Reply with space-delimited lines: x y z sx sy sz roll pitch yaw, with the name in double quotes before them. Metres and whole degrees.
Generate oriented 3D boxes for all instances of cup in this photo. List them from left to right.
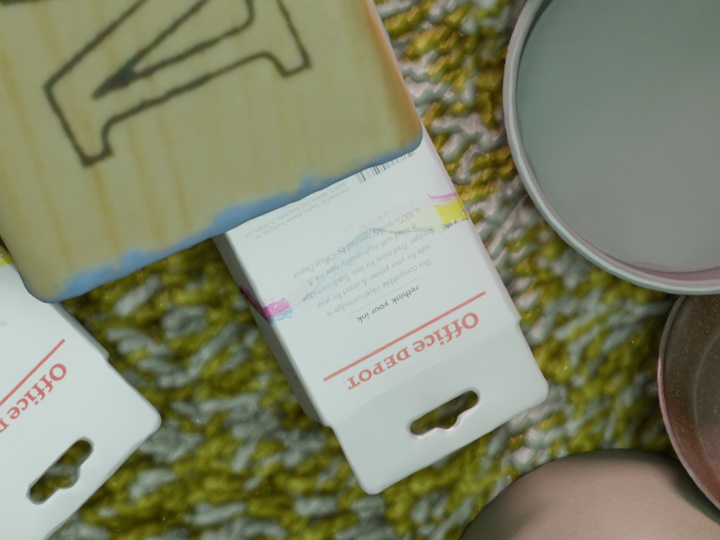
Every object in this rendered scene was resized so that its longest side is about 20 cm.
"cup" 0.148 0.197 1.431 0.200 0.143 0.200 -1 93 -11

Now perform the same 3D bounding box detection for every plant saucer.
"plant saucer" 0.249 0.071 1.463 0.200 0.037 0.200 3 60 -5

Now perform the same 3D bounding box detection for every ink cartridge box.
"ink cartridge box" -0.206 0.040 1.386 0.117 0.067 0.200 -45 100 -7
"ink cartridge box" 0.000 0.000 1.427 0.116 0.067 0.200 -28 97 -9

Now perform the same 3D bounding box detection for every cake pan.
"cake pan" 0.168 -0.086 1.460 0.200 0.037 0.200 1 86 -10

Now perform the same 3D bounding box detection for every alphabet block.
"alphabet block" -0.105 -0.135 1.298 0.196 0.195 0.200 -24 114 2
